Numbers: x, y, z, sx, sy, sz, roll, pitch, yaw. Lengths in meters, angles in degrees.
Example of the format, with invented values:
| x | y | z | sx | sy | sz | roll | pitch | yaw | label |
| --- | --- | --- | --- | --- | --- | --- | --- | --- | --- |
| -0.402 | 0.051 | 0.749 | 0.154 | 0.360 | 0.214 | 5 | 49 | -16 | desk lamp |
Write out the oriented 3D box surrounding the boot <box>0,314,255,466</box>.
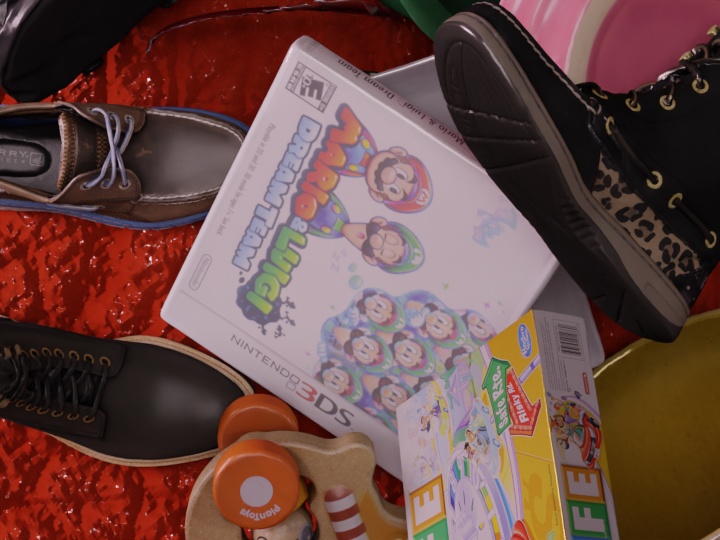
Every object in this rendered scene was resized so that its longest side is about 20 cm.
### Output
| x | y | z | sx | sy | sz | roll | pitch | yaw | label |
| --- | --- | --- | --- | --- | --- | --- | --- | --- | --- |
| -0.163 | 0.067 | 0.883 | 0.198 | 0.138 | 0.078 | 8 | 85 | 2 | boot |

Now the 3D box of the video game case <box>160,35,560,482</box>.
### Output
| x | y | z | sx | sy | sz | roll | pitch | yaw | label |
| --- | --- | --- | --- | --- | --- | --- | --- | --- | --- |
| 0.000 | 0.000 | 0.887 | 0.181 | 0.024 | 0.201 | 33 | 122 | 5 | video game case |

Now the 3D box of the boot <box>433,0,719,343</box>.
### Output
| x | y | z | sx | sy | sz | roll | pitch | yaw | label |
| --- | --- | --- | --- | --- | --- | --- | --- | --- | --- |
| 0.138 | -0.084 | 0.791 | 0.154 | 0.073 | 0.204 | -46 | 115 | -15 | boot |

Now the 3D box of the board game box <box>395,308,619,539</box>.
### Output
| x | y | z | sx | sy | sz | roll | pitch | yaw | label |
| --- | --- | --- | --- | --- | --- | --- | --- | --- | --- |
| 0.074 | 0.139 | 0.792 | 0.034 | 0.134 | 0.202 | 10 | 59 | -28 | board game box |

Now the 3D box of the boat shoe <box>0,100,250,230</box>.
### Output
| x | y | z | sx | sy | sz | roll | pitch | yaw | label |
| --- | --- | --- | --- | --- | --- | --- | --- | --- | --- |
| -0.156 | -0.062 | 0.926 | 0.197 | 0.072 | 0.073 | -2 | 85 | 2 | boat shoe |

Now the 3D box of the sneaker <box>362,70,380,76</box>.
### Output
| x | y | z | sx | sy | sz | roll | pitch | yaw | label |
| --- | --- | --- | --- | --- | --- | --- | --- | --- | --- |
| 0.056 | -0.065 | 0.930 | 0.198 | 0.074 | 0.082 | 10 | 103 | 4 | sneaker |

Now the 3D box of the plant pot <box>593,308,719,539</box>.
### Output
| x | y | z | sx | sy | sz | roll | pitch | yaw | label |
| --- | --- | --- | --- | --- | --- | --- | --- | --- | --- |
| 0.195 | 0.138 | 0.854 | 0.199 | 0.200 | 0.142 | -37 | 110 | -1 | plant pot |

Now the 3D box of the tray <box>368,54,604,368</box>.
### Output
| x | y | z | sx | sy | sz | roll | pitch | yaw | label |
| --- | --- | --- | --- | --- | --- | --- | --- | --- | --- |
| 0.060 | -0.024 | 0.896 | 0.106 | 0.022 | 0.202 | -17 | 107 | 10 | tray |

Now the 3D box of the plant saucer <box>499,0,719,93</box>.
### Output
| x | y | z | sx | sy | sz | roll | pitch | yaw | label |
| --- | --- | --- | --- | --- | --- | --- | --- | --- | --- |
| 0.163 | -0.100 | 0.863 | 0.198 | 0.051 | 0.203 | -4 | 99 | -23 | plant saucer |

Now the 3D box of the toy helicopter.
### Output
| x | y | z | sx | sy | sz | roll | pitch | yaw | label |
| --- | --- | --- | --- | --- | --- | --- | --- | --- | --- |
| 0.000 | 0.155 | 0.894 | 0.198 | 0.079 | 0.134 | 10 | 108 | -7 | toy helicopter |

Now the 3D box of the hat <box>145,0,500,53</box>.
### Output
| x | y | z | sx | sy | sz | roll | pitch | yaw | label |
| --- | --- | --- | --- | --- | --- | --- | --- | --- | --- |
| 0.017 | -0.181 | 0.958 | 0.199 | 0.175 | 0.167 | 27 | 66 | -30 | hat |

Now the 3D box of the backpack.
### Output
| x | y | z | sx | sy | sz | roll | pitch | yaw | label |
| --- | --- | --- | --- | --- | --- | --- | --- | --- | --- |
| -0.203 | -0.228 | 0.920 | 0.163 | 0.154 | 0.201 | -37 | 66 | 2 | backpack |
